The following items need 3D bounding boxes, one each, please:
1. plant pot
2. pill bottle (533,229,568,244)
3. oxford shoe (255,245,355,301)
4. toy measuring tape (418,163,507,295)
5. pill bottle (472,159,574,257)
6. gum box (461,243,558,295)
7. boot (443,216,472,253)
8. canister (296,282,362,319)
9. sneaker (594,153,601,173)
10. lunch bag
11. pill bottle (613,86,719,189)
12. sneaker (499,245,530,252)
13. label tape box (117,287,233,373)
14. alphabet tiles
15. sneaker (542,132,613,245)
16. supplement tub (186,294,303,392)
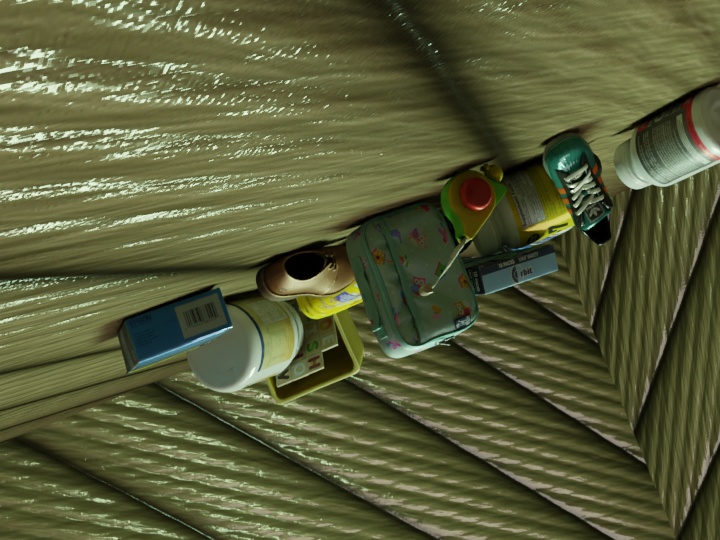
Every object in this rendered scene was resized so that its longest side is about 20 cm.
[{"bbox_3d":[-0.102,0.121,1.885,0.191,0.199,0.200,-23,-174,15],"label":"plant pot"},{"bbox_3d":[0.327,-0.108,1.703,0.109,0.113,0.200,-21,175,-9],"label":"pill bottle"},{"bbox_3d":[-0.053,-0.003,1.324,0.198,0.072,0.071,-17,168,-46],"label":"oxford shoe"},{"bbox_3d":[0.117,-0.064,1.180,0.201,0.073,0.074,-53,-175,-17],"label":"toy measuring tape"},{"bbox_3d":[0.262,-0.102,1.429,0.196,0.116,0.114,-22,176,2],"label":"pill bottle"},{"bbox_3d":[0.176,0.008,1.426,0.168,0.046,0.198,-15,-178,-38],"label":"gum box"},{"bbox_3d":[0.161,-0.074,1.633,0.137,0.079,0.198,-26,-170,-34],"label":"boot"},{"bbox_3d":[0.000,0.000,1.523,0.147,0.088,0.199,-19,173,-41],"label":"canister"},{"bbox_3d":[0.300,-0.132,1.513,0.197,0.075,0.088,-25,177,26],"label":"sneaker"},{"bbox_3d":[0.071,0.016,1.291,0.158,0.204,0.077,-16,172,-35],"label":"lunch bag"},{"bbox_3d":[0.501,-0.201,1.468,0.109,0.113,0.199,-19,175,-32],"label":"pill bottle"},{"bbox_3d":[0.234,-0.053,1.718,0.070,0.084,0.198,-18,-147,-33],"label":"sneaker"},{"bbox_3d":[-0.278,0.091,1.350,0.141,0.067,0.200,-20,178,-22],"label":"label tape box"},{"bbox_3d":[-0.122,0.112,1.713,0.165,0.203,0.008,-23,141,17],"label":"alphabet tiles"},{"bbox_3d":[0.315,-0.111,1.292,0.071,0.081,0.200,-31,140,10],"label":"sneaker"},{"bbox_3d":[-0.194,0.121,1.593,0.142,0.147,0.199,-24,175,23],"label":"supplement tub"}]
